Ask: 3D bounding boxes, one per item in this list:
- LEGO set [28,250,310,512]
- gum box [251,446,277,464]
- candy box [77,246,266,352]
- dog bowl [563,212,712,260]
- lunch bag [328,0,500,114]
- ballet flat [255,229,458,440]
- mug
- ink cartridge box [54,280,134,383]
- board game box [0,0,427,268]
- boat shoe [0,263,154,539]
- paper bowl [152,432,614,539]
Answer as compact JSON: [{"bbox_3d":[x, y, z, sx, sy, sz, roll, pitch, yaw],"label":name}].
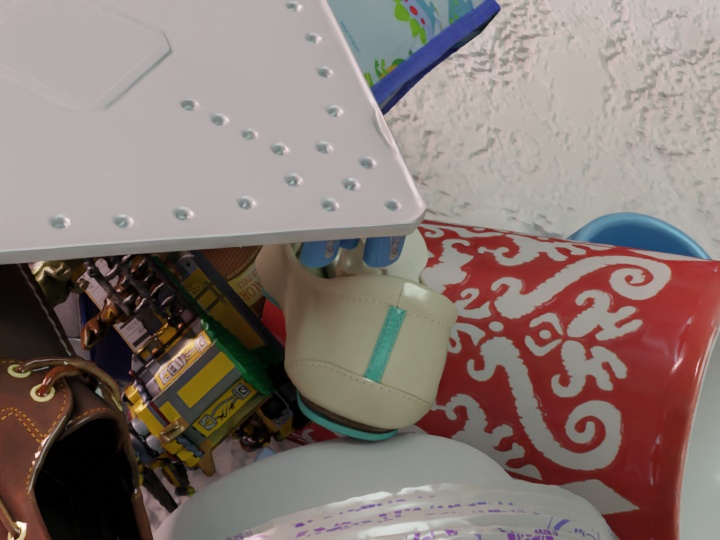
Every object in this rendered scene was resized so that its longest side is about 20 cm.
[{"bbox_3d":[-0.123,0.021,0.728,0.116,0.154,0.200,-42,94,5],"label":"LEGO set"},{"bbox_3d":[-0.022,0.196,0.770,0.169,0.045,0.201,34,51,1],"label":"gum box"},{"bbox_3d":[-0.106,-0.058,0.860,0.201,0.056,0.117,52,37,-4],"label":"candy box"},{"bbox_3d":[0.131,0.055,0.933,0.110,0.050,0.201,20,51,-10],"label":"dog bowl"},{"bbox_3d":[-0.040,-0.137,0.846,0.170,0.127,0.200,50,46,-4],"label":"lunch bag"},{"bbox_3d":[0.000,0.000,0.703,0.069,0.070,0.200,16,13,-13],"label":"ballet flat"},{"bbox_3d":[0.059,0.063,0.815,0.198,0.133,0.179,13,80,24],"label":"mug"},{"bbox_3d":[-0.179,-0.045,0.869,0.198,0.047,0.199,3,57,-20],"label":"ink cartridge box"},{"bbox_3d":[-0.100,-0.067,0.644,0.198,0.026,0.201,-5,45,-20],"label":"board game box"},{"bbox_3d":[-0.095,0.062,0.577,0.070,0.070,0.201,5,55,-49],"label":"boat shoe"},{"bbox_3d":[-0.003,0.131,0.664,0.199,0.201,0.105,-1,57,-24],"label":"paper bowl"}]
